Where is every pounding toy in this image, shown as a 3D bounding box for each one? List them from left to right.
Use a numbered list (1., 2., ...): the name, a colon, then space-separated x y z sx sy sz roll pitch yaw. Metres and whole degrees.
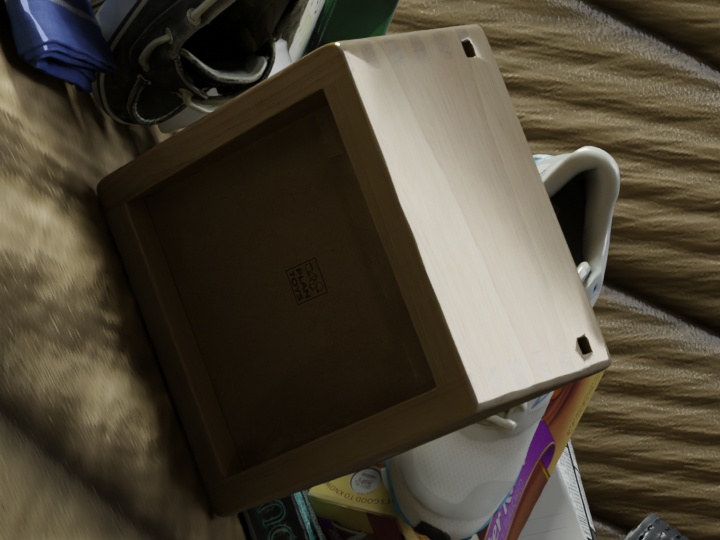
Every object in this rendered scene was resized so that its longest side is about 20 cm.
1. pounding toy: -0.012 -0.008 0.981 0.142 0.200 0.185 -13 80 -50

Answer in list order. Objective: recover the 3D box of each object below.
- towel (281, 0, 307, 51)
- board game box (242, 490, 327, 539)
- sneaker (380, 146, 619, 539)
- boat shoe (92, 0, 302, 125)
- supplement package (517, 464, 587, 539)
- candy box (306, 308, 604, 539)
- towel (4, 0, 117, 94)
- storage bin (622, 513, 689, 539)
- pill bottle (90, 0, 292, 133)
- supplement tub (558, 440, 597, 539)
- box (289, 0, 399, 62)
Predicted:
1. towel: -0.075 -0.181 1.227 0.133 0.034 0.200 49 -42 26
2. board game box: -0.056 0.061 1.112 0.135 0.028 0.201 58 12 -76
3. sneaker: 0.067 0.027 1.025 0.087 0.075 0.201 143 -32 -71
4. boat shoe: -0.074 -0.106 1.009 0.064 0.070 0.200 68 -27 16
5. supplement package: 0.034 0.114 1.254 0.120 0.121 0.201 99 -25 -55
6. candy box: 0.054 0.078 1.130 0.200 0.056 0.117 -59 145 -34
7. towel: -0.161 -0.173 0.951 0.145 0.024 0.201 -4 71 -86
8. storage bin: 0.128 0.245 1.206 0.094 0.200 0.136 35 -39 17
9. pill bottle: -0.103 -0.177 1.145 0.109 0.109 0.201 -91 160 -83
10. supplement tub: 0.079 0.146 1.383 0.123 0.122 0.201 65 12 -59
11. box: -0.019 -0.112 1.217 0.144 0.036 0.201 -107 -143 -77
